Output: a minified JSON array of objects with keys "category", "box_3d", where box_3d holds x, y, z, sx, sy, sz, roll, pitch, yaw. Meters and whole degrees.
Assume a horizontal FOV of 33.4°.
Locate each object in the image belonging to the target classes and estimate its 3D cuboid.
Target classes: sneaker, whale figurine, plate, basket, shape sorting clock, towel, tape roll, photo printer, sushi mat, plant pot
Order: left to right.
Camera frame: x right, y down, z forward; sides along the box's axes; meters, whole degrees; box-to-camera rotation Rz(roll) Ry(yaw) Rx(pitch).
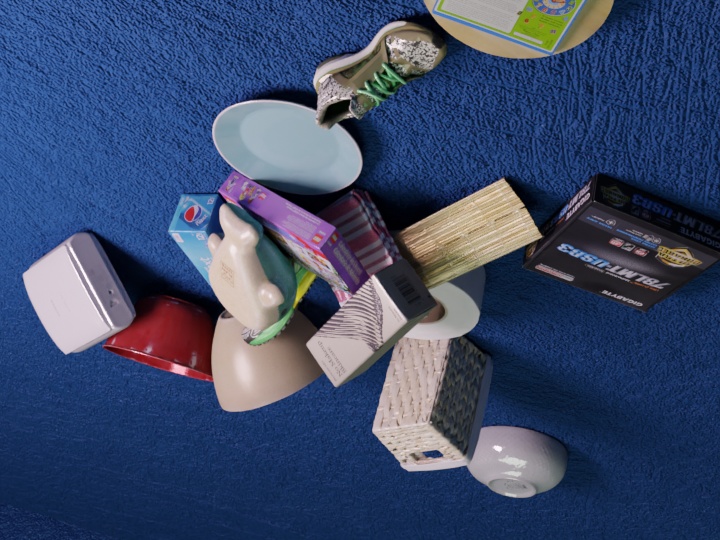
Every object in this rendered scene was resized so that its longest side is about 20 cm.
[{"category":"photo printer","box_3d":[-0.461,0.043,1.933,0.199,0.069,0.167,-24,95,48]},{"category":"whale figurine","box_3d":[-0.144,-0.013,1.650,0.159,0.103,0.201,38,147,32]},{"category":"plant pot","box_3d":[-0.159,0.117,1.923,0.199,0.200,0.136,-12,107,37]},{"category":"sneaker","box_3d":[-0.127,0.026,1.792,0.085,0.078,0.201,29,112,-9]},{"category":"plate","box_3d":[-0.092,-0.164,1.544,0.198,0.026,0.201,11,151,6]},{"category":"towel","box_3d":[0.000,0.000,1.663,0.146,0.030,0.201,-29,87,48]},{"category":"sneaker","box_3d":[0.019,-0.209,1.355,0.077,0.089,0.199,32,145,-31]},{"category":"tape roll","box_3d":[0.081,0.024,1.753,0.200,0.071,0.203,10,151,6]},{"category":"basket","box_3d":[0.114,0.203,1.927,0.135,0.201,0.123,-14,135,39]},{"category":"sushi mat","box_3d":[0.138,-0.045,1.592,0.199,0.012,0.096,-26,105,32]},{"category":"shape sorting clock","box_3d":[0.157,-0.291,1.208,0.198,0.040,0.201,11,150,6]}]

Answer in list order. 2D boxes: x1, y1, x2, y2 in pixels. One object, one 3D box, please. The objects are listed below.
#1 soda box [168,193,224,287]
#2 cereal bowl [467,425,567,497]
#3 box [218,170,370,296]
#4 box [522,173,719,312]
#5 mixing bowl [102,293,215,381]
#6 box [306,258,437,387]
[{"category":"soda box","box_3d":[-0.207,-0.029,1.777,0.064,0.068,0.200,2,149,22]},{"category":"cereal bowl","box_3d":[0.289,0.370,2.257,0.198,0.084,0.201,11,150,6]},{"category":"box","box_3d":[-0.089,-0.049,1.630,0.199,0.039,0.137,30,166,33]},{"category":"box","box_3d":[0.344,-0.030,1.580,0.198,0.050,0.199,21,149,-12]},{"category":"mixing bowl","box_3d":[-0.317,0.105,1.990,0.198,0.109,0.200,15,168,3]},{"category":"box","box_3d":[0.012,0.073,1.622,0.082,0.068,0.200,53,136,11]}]
